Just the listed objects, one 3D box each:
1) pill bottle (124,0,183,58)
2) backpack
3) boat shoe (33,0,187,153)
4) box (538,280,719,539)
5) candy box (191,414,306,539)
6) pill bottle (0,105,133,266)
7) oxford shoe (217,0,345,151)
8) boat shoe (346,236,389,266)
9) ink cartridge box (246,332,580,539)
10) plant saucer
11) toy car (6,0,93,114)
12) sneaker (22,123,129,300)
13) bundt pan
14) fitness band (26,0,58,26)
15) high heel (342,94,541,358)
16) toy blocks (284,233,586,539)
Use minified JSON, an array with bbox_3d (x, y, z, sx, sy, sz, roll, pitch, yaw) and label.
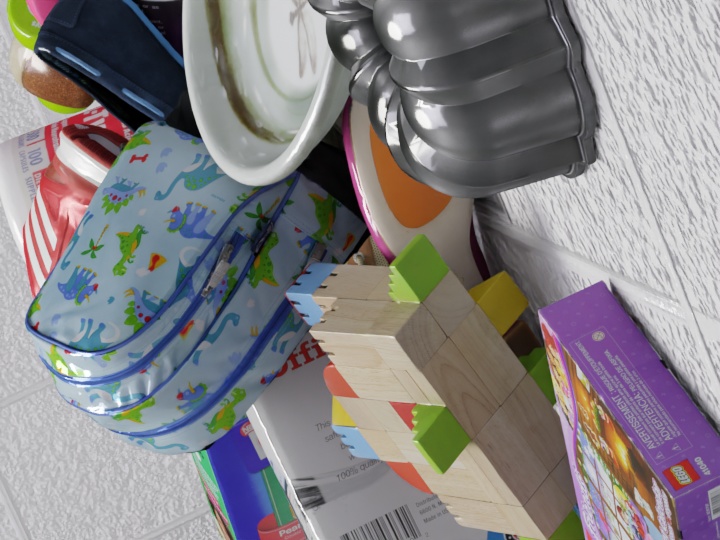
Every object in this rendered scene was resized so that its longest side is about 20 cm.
[{"bbox_3d":[-0.112,-0.183,1.808,0.113,0.112,0.200,58,169,33],"label":"pill bottle"},{"bbox_3d":[-0.095,0.004,1.632,0.163,0.200,0.154,26,-176,43],"label":"backpack"},{"bbox_3d":[-0.126,-0.087,1.773,0.200,0.069,0.084,45,155,-12],"label":"boat shoe"},{"bbox_3d":[0.146,0.119,1.405,0.137,0.039,0.200,57,168,43],"label":"box"},{"bbox_3d":[-0.030,0.096,1.908,0.077,0.169,0.200,51,164,43],"label":"candy box"},{"bbox_3d":[-0.135,-0.065,1.929,0.112,0.200,0.112,-20,-90,-88],"label":"pill bottle"},{"bbox_3d":[-0.018,-0.106,1.686,0.075,0.058,0.200,8,140,54],"label":"oxford shoe"},{"bbox_3d":[0.000,0.000,1.791,0.200,0.072,0.076,64,170,5],"label":"boat shoe"},{"bbox_3d":[0.028,0.112,1.703,0.200,0.146,0.086,64,172,9],"label":"ink cartridge box"},{"bbox_3d":[-0.036,-0.145,1.548,0.200,0.050,0.201,-2,87,63],"label":"plant saucer"},{"bbox_3d":[-0.140,-0.157,2.103,0.200,0.158,0.164,33,168,9],"label":"toy car"},{"bbox_3d":[-0.132,0.004,1.835,0.200,0.116,0.078,40,-157,24],"label":"sneaker"},{"bbox_3d":[0.029,-0.120,1.323,0.202,0.076,0.202,61,169,21],"label":"bundt pan"},{"bbox_3d":[-0.157,-0.220,1.862,0.037,0.143,0.200,57,168,34],"label":"fitness band"},{"bbox_3d":[0.034,-0.016,1.590,0.200,0.067,0.096,54,164,-19],"label":"high heel"},{"bbox_3d":[0.033,0.068,1.545,0.137,0.100,0.200,2,135,54],"label":"toy blocks"}]
